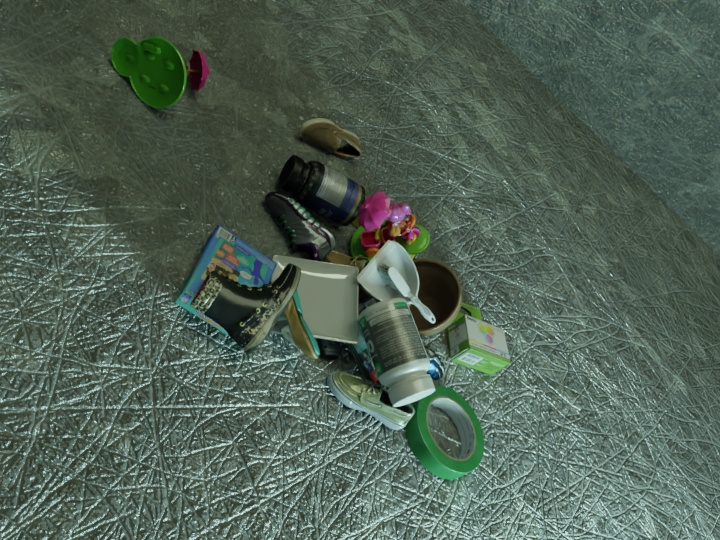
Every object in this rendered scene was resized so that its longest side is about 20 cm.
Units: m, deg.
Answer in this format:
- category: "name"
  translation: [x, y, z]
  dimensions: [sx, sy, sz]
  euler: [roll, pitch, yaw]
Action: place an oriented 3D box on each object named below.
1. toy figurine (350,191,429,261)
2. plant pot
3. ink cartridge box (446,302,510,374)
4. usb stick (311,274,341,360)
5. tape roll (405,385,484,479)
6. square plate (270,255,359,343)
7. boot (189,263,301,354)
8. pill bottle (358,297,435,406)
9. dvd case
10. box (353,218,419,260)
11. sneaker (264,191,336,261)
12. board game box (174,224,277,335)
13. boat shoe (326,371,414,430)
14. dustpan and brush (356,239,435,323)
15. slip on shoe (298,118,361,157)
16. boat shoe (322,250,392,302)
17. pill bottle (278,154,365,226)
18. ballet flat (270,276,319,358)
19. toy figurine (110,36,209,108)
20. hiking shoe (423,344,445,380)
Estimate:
- category: "toy figurine"
  translation: [0.068, -0.108, 1.599]
  dimensions: [0.197, 0.185, 0.152]
  euler: [-9, 61, -1]
- category: "plant pot"
  translation: [0.149, 0.081, 1.638]
  dimensions: [0.093, 0.198, 0.203]
  euler: [67, 13, -54]
- category: "ink cartridge box"
  translation: [0.299, 0.151, 1.768]
  dimensions: [0.147, 0.076, 0.202]
  euler: [21, 48, -30]
- category: "usb stick"
  translation: [-0.079, 0.099, 1.490]
  dimensions: [0.055, 0.032, 0.202]
  euler: [20, 47, -41]
- category: "tape roll"
  translation: [0.190, 0.361, 1.520]
  dimensions: [0.199, 0.048, 0.202]
  euler: [25, 45, -27]
- category: "square plate"
  translation: [-0.100, 0.064, 1.459]
  dimensions: [0.195, 0.029, 0.202]
  euler: [8, 52, -10]
- category: "boot"
  translation: [-0.214, 0.036, 1.294]
  dimensions: [0.153, 0.073, 0.205]
  euler: [37, 60, -14]
- category: "pill bottle"
  translation: [0.077, 0.169, 1.403]
  dimensions: [0.112, 0.113, 0.202]
  euler: [-1, 63, -43]
- category: "dvd case"
  translation: [0.033, 0.171, 1.524]
  dimensions: [0.146, 0.022, 0.202]
  euler: [-29, 92, -50]
- category: "box"
  translation: [0.068, -0.091, 1.768]
  dimensions: [0.200, 0.050, 0.075]
  euler: [43, 39, -9]
- category: "sneaker"
  translation: [-0.152, -0.096, 1.554]
  dimensions: [0.199, 0.075, 0.088]
  euler: [37, 63, 1]
- category: "board game box"
  translation: [-0.265, 0.023, 1.367]
  dimensions: [0.151, 0.045, 0.201]
  euler: [35, 41, -18]
- category: "boat shoe"
  translation: [0.024, 0.261, 1.423]
  dimensions: [0.199, 0.062, 0.072]
  euler: [31, 35, -13]
- category: "dustpan and brush"
  translation: [0.099, 0.046, 1.534]
  dimensions: [0.140, 0.057, 0.201]
  euler: [-48, 113, -25]
- category: "slip on shoe"
  translation: [-0.076, -0.349, 1.825]
  dimensions: [0.199, 0.076, 0.061]
  euler: [13, 44, -45]
- category: "boat shoe"
  translation: [0.000, 0.000, 1.591]
  dimensions: [0.198, 0.067, 0.074]
  euler: [29, 45, 1]
- category: "pill bottle"
  translation: [-0.095, -0.197, 1.651]
  dimensions: [0.198, 0.112, 0.113]
  euler: [25, 45, -26]
- category: "ballet flat"
  translation: [-0.139, 0.101, 1.373]
  dimensions: [0.069, 0.062, 0.202]
  euler: [61, 5, -58]
- category: "toy figurine"
  translation: [-0.438, -0.468, 1.567]
  dimensions: [0.198, 0.152, 0.184]
  euler: [26, 24, 11]
- category: "hiking shoe"
  translation: [0.105, 0.198, 1.528]
  dimensions: [0.199, 0.074, 0.087]
  euler: [40, 63, -20]
